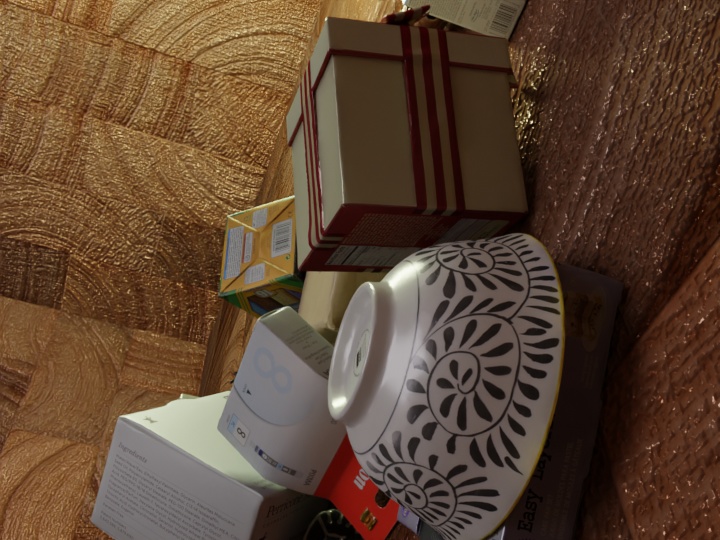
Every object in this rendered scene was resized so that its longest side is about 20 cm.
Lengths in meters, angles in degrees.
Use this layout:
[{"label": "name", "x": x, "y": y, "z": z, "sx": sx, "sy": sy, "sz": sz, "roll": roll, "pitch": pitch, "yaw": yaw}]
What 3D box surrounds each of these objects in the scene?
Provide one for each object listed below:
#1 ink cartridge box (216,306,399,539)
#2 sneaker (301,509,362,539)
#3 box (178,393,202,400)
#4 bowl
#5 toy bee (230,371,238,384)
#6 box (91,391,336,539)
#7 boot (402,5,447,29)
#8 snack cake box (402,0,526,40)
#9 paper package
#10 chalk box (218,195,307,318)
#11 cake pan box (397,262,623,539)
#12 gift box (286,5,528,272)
[{"label": "ink cartridge box", "x": -0.039, "y": 0.156, "z": 0.734, "sx": 0.047, "sy": 0.200, "sz": 0.161, "roll": -23, "pitch": -33, "yaw": -47}, {"label": "sneaker", "x": -0.050, "y": 0.351, "z": 0.810, "sx": 0.089, "sy": 0.078, "sz": 0.201, "roll": 120, "pitch": 170, "yaw": -68}, {"label": "box", "x": -0.169, "y": 0.248, "z": 1.108, "sx": 0.095, "sy": 0.199, "sz": 0.078, "roll": -100, "pitch": 28, "yaw": -61}, {"label": "bowl", "x": 0.036, "y": 0.062, "z": 0.499, "sx": 0.201, "sy": 0.094, "sz": 0.202, "roll": -165, "pitch": 90, "yaw": -77}, {"label": "toy bee", "x": -0.103, "y": 0.168, "z": 1.066, "sx": 0.131, "sy": 0.199, "sz": 0.109, "roll": 3, "pitch": 98, "yaw": 48}, {"label": "box", "x": -0.149, "y": 0.242, "z": 0.882, "sx": 0.199, "sy": 0.199, "sz": 0.131, "roll": 0, "pitch": -71, "yaw": -63}, {"label": "boot", "x": 0.072, "y": -0.294, "z": 0.989, "sx": 0.155, "sy": 0.073, "sz": 0.201, "roll": -148, "pitch": 74, "yaw": -78}, {"label": "snack cake box", "x": 0.124, "y": -0.334, "z": 0.740, "sx": 0.067, "sy": 0.114, "sz": 0.201, "roll": -94, "pitch": 24, "yaw": -55}, {"label": "paper package", "x": 0.000, "y": 0.000, "z": 0.907, "sx": 0.191, "sy": 0.103, "sz": 0.201, "roll": 139, "pitch": 143, "yaw": -67}, {"label": "chalk box", "x": -0.083, "y": 0.006, "z": 1.090, "sx": 0.123, "sy": 0.200, "sz": 0.126, "roll": -13, "pitch": 59, "yaw": 26}, {"label": "cake pan box", "x": 0.091, "y": 0.102, "z": 0.536, "sx": 0.184, "sy": 0.052, "sz": 0.201, "roll": 162, "pitch": 123, "yaw": -77}, {"label": "gift box", "x": 0.042, "y": -0.107, "z": 0.704, "sx": 0.184, "sy": 0.199, "sz": 0.188, "roll": 140, "pitch": 128, "yaw": -61}]
